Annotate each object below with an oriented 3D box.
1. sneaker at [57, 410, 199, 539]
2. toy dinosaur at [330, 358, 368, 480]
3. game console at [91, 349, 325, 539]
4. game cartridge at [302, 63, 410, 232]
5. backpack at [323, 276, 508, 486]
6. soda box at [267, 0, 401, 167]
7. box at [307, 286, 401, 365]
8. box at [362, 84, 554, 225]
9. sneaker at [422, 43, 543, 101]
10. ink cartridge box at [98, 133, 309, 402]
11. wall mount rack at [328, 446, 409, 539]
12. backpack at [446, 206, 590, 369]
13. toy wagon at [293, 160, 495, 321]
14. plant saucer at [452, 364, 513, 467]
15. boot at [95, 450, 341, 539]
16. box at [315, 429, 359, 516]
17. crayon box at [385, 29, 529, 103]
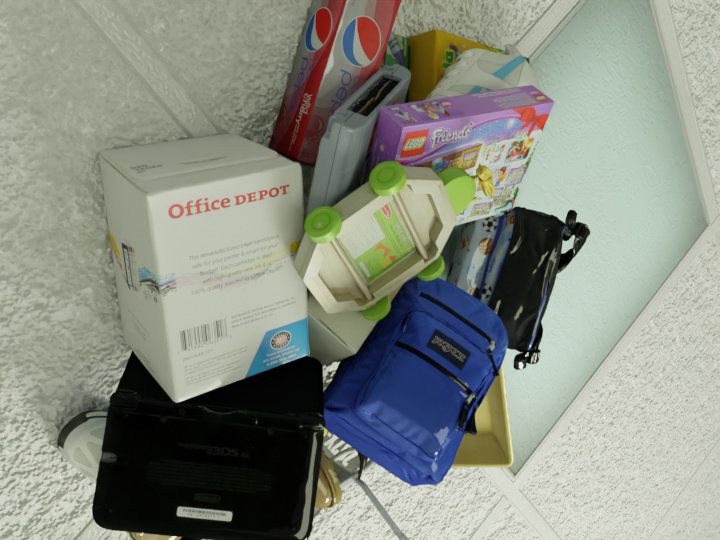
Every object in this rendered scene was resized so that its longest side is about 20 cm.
[{"bbox_3d":[-0.223,0.227,0.763,0.076,0.115,0.201,-47,131,-11],"label":"sneaker"},{"bbox_3d":[-0.001,0.151,0.891,0.077,0.101,0.202,65,32,-73],"label":"toy dinosaur"},{"bbox_3d":[-0.140,0.161,0.715,0.198,0.116,0.178,8,82,-7],"label":"game console"},{"bbox_3d":[-0.001,-0.116,0.726,0.200,0.041,0.134,-58,170,-55],"label":"game cartridge"},{"bbox_3d":[0.072,0.111,0.790,0.162,0.168,0.201,36,67,-5],"label":"backpack"},{"bbox_3d":[-0.027,-0.209,0.759,0.070,0.063,0.202,9,103,-41],"label":"soda box"},{"bbox_3d":[0.000,0.000,0.806,0.078,0.095,0.200,42,62,-11],"label":"box"},{"bbox_3d":[0.094,-0.107,0.730,0.199,0.039,0.138,-16,138,-32],"label":"box"},{"bbox_3d":[0.108,-0.187,0.785,0.199,0.076,0.081,-24,87,-32],"label":"sneaker"},{"bbox_3d":[-0.147,-0.013,0.695,0.146,0.144,0.202,-16,119,-32],"label":"ink cartridge box"},{"bbox_3d":[-0.042,0.290,0.833,0.199,0.173,0.075,-27,109,-25],"label":"wall mount rack"},{"bbox_3d":[0.188,0.010,0.955,0.190,0.153,0.201,21,92,-80],"label":"backpack"},{"bbox_3d":[0.036,-0.038,0.680,0.199,0.040,0.155,-36,143,-3],"label":"toy wagon"},{"bbox_3d":[0.102,0.182,0.990,0.049,0.198,0.201,-74,156,-54],"label":"plant saucer"},{"bbox_3d":[-0.138,0.224,0.746,0.199,0.066,0.176,-34,89,-33],"label":"boot"},{"bbox_3d":[-0.091,0.230,0.917,0.160,0.049,0.200,-46,131,-15],"label":"box"},{"bbox_3d":[0.118,-0.204,0.863,0.199,0.051,0.127,1,93,-38],"label":"crayon box"}]
